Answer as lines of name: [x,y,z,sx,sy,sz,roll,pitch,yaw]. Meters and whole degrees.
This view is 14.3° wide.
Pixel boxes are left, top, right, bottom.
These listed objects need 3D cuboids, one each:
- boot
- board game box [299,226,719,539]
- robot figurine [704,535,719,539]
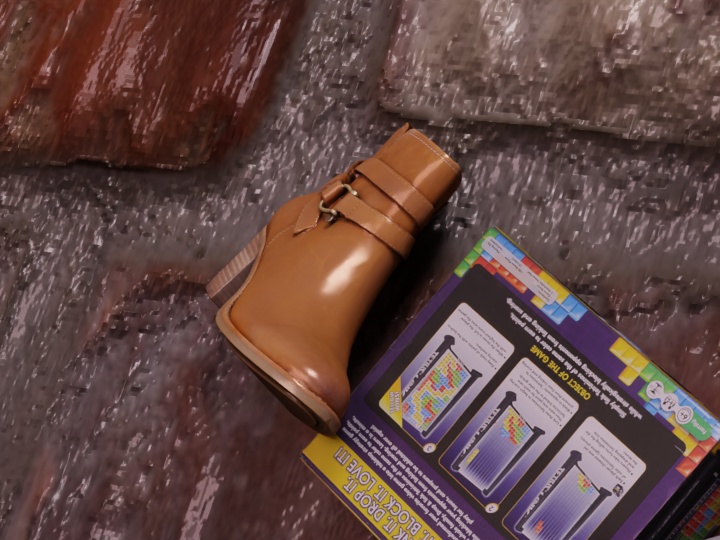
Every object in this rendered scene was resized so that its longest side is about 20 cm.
boot: [0.000,0.000,1.559,0.155,0.077,0.200,-40,18,3]
board game box: [0.087,0.099,1.490,0.166,0.057,0.200,-50,50,4]
robot figurine: [0.194,0.194,1.315,0.200,0.170,0.113,-23,20,46]
